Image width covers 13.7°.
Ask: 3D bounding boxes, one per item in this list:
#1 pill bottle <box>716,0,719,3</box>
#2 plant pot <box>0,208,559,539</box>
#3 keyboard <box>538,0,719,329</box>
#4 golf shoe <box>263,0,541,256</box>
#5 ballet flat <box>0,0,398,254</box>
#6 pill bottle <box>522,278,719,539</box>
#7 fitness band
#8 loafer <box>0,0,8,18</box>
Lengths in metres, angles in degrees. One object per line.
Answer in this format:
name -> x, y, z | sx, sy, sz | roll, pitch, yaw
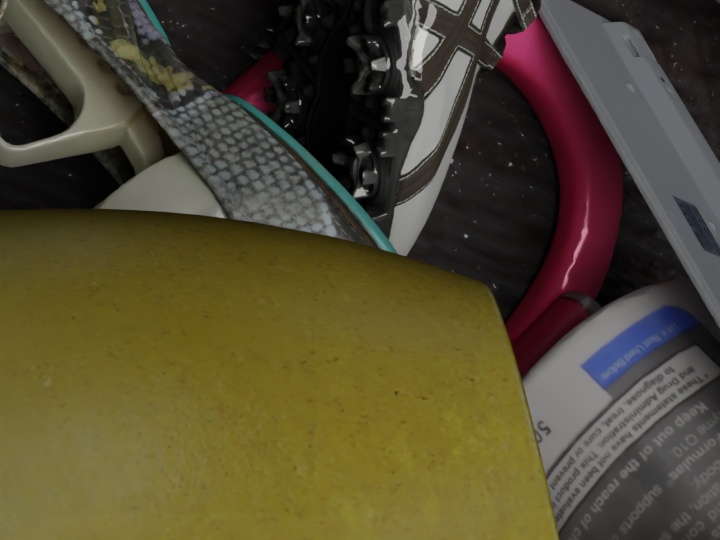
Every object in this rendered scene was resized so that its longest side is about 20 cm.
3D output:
pill bottle -> 0.208, -0.074, 0.981 | 0.200, 0.111, 0.111 | 32, 84, -24
plant pot -> -0.023, 0.068, 0.782 | 0.141, 0.200, 0.201 | -13, 103, -2
keyboard -> 0.107, -0.010, 0.913 | 0.056, 0.201, 0.011 | 14, 130, -45
golf shoe -> 0.029, -0.084, 0.872 | 0.094, 0.078, 0.201 | -6, 119, -30
ballet flat -> -0.068, -0.037, 0.860 | 0.072, 0.072, 0.200 | -38, 81, -14
pill bottle -> 0.132, 0.107, 0.916 | 0.114, 0.200, 0.114 | -34, 154, -19
fitness band -> 0.000, 0.000, 0.942 | 0.200, 0.037, 0.144 | -42, 111, -14
loafer -> -0.140, -0.062, 0.813 | 0.076, 0.067, 0.201 | -31, 145, -41
